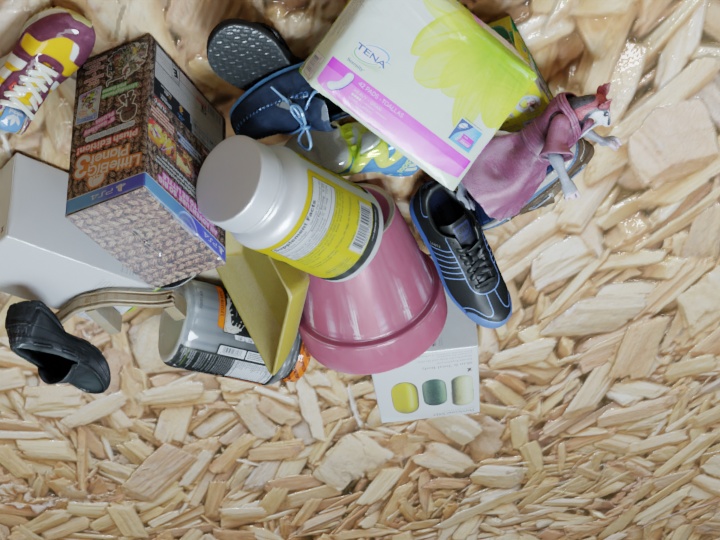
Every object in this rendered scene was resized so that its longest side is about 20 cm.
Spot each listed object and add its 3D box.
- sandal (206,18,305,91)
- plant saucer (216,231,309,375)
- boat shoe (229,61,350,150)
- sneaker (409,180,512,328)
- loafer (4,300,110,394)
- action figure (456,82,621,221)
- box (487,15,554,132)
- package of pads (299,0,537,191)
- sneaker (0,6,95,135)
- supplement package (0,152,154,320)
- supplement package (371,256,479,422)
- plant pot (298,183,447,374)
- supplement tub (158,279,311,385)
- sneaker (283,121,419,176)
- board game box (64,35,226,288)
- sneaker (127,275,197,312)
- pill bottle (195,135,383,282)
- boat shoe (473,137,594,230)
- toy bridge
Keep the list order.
[{"bbox_3d":[-0.100,-0.222,1.261,0.075,0.048,0.200,-27,155,21],"label":"sandal"},{"bbox_3d":[-0.122,-0.002,1.484,0.048,0.201,0.201,-20,154,-23],"label":"plant saucer"},{"bbox_3d":[-0.043,-0.180,1.246,0.198,0.069,0.084,-24,156,10],"label":"boat shoe"},{"bbox_3d":[0.127,-0.020,1.463,0.070,0.201,0.078,-33,178,-14],"label":"sneaker"},{"bbox_3d":[-0.368,0.109,1.444,0.067,0.071,0.201,-9,148,16],"label":"loafer"},{"bbox_3d":[0.199,-0.145,1.313,0.149,0.134,0.200,46,119,1],"label":"action figure"},{"bbox_3d":[0.140,-0.202,1.316,0.116,0.049,0.200,-17,148,19],"label":"box"},{"bbox_3d":[0.061,-0.200,1.190,0.199,0.068,0.155,33,101,-21],"label":"package of pads"},{"bbox_3d":[-0.346,-0.190,1.232,0.199,0.091,0.075,-29,140,34],"label":"sneaker"},{"bbox_3d":[-0.361,-0.034,1.445,0.199,0.121,0.121,22,141,-36],"label":"supplement package"},{"bbox_3d":[0.087,0.098,1.676,0.150,0.152,0.201,-7,148,3],"label":"supplement package"},{"bbox_3d":[0.000,0.000,1.495,0.197,0.201,0.180,-9,132,8],"label":"plant pot"},{"bbox_3d":[-0.172,0.090,1.660,0.198,0.124,0.123,14,143,-28],"label":"supplement tub"},{"bbox_3d":[0.006,-0.130,1.383,0.198,0.077,0.105,-17,146,17],"label":"sneaker"},{"bbox_3d":[-0.222,-0.113,1.265,0.096,0.202,0.160,-17,145,19],"label":"board game box"},{"bbox_3d":[-0.252,-0.007,1.549,0.199,0.075,0.081,-23,178,38],"label":"sneaker"},{"bbox_3d":[-0.075,-0.067,1.280,0.114,0.116,0.199,-26,149,30],"label":"pill bottle"},{"bbox_3d":[0.206,-0.101,1.457,0.072,0.073,0.199,8,152,-36],"label":"boat shoe"},{"bbox_3d":[-0.314,0.052,1.446,0.197,0.028,0.067,-12,147,16],"label":"toy bridge"}]
